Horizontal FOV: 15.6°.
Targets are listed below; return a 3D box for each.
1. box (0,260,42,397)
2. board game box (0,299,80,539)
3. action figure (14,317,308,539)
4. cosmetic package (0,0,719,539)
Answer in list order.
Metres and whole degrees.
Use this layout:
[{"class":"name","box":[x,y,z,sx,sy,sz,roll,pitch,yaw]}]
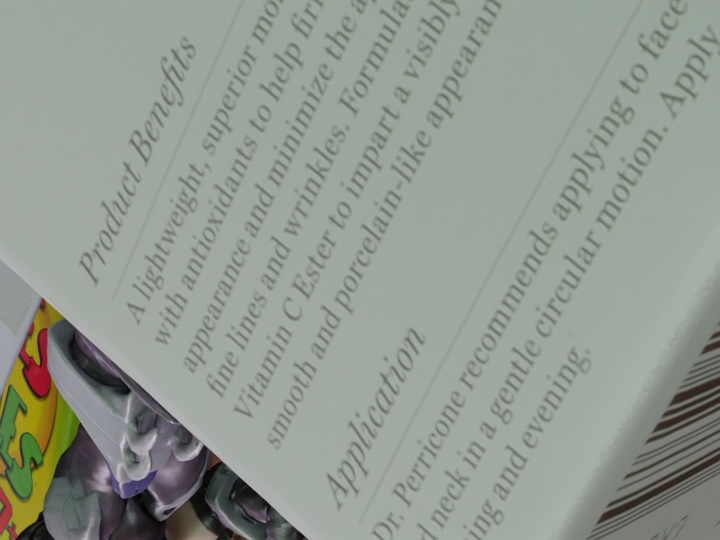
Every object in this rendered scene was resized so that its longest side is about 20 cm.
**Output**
[{"class":"box","box":[-0.182,0.006,0.763,0.097,0.200,0.177,11,116,-29]},{"class":"board game box","box":[-0.103,0.051,0.843,0.102,0.048,0.200,45,133,41]},{"class":"action figure","box":[-0.068,0.067,0.740,0.069,0.130,0.200,43,141,20]},{"class":"cosmetic package","box":[0.030,-0.054,0.565,0.200,0.165,0.165,41,123,21]}]
